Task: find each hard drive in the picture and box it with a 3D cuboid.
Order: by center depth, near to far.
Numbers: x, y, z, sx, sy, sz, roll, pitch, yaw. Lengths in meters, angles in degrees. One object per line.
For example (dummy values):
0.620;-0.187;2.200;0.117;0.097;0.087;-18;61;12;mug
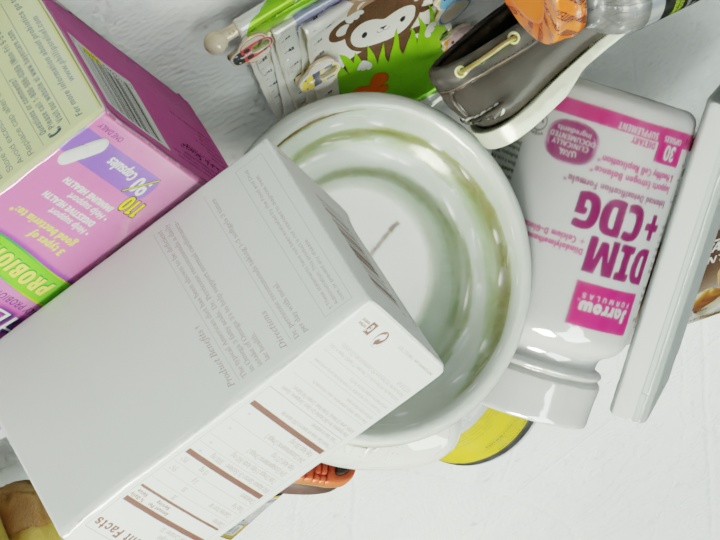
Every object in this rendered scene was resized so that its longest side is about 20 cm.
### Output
0.202;-0.015;1.634;0.132;0.026;0.201;-39;147;-73;hard drive

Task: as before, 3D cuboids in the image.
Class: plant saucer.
0.000;0.000;1.507;0.199;0.201;0.050;-19;-175;-23;plant saucer

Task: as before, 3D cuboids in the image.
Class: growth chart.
0.002;-0.124;1.486;0.144;0.018;0.200;-34;152;1;growth chart

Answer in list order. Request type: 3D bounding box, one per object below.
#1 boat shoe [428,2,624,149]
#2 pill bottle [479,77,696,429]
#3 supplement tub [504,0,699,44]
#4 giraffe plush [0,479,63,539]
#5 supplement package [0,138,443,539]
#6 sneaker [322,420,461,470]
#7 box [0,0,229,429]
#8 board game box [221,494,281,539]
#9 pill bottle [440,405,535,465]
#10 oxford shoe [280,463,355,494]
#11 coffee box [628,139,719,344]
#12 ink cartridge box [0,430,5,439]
0.125;-0.159;1.496;0.201;0.072;0.061;-46;112;-3;boat shoe
0.120;-0.014;1.584;0.113;0.113;0.201;10;99;-51;pill bottle
0.168;-0.205;1.415;0.199;0.123;0.123;-26;151;-12;supplement tub
-0.223;0.219;1.556;0.172;0.201;0.162;-20;-173;-16;giraffe plush
-0.079;0.051;1.372;0.200;0.117;0.117;-36;152;6;supplement package
-0.030;0.081;1.543;0.199;0.080;0.077;14;98;-17;sneaker
-0.185;-0.026;1.371;0.200;0.097;0.176;-37;151;9;box
-0.099;0.108;1.721;0.135;0.035;0.200;-41;150;15;board game box
0.033;0.053;1.688;0.112;0.112;0.200;-40;150;13;pill bottle
-0.103;0.108;1.612;0.199;0.071;0.073;13;134;-9;oxford shoe
0.251;-0.035;1.799;0.199;0.080;0.115;-17;147;-26;coffee box
-0.225;0.062;1.519;0.199;0.044;0.094;-28;152;-8;ink cartridge box
